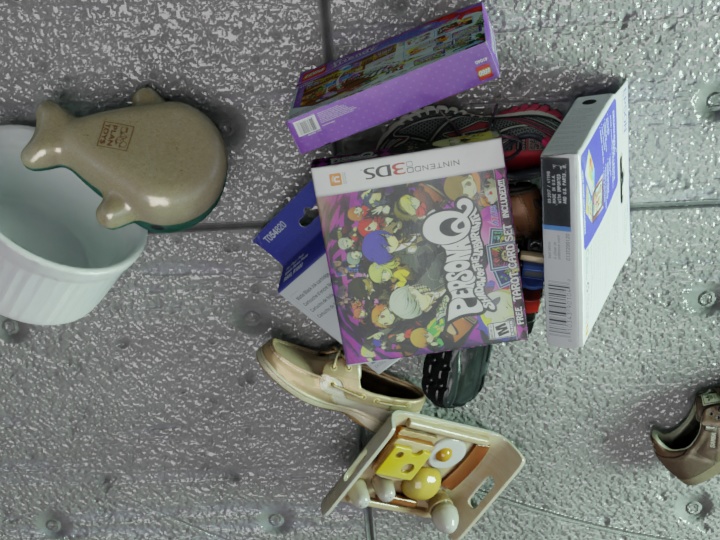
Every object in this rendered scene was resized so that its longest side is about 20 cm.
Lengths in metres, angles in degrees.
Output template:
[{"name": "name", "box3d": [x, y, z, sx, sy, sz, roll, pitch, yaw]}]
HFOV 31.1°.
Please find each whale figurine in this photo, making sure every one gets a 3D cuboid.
[{"name": "whale figurine", "box3d": [-0.232, -0.106, 1.288, 0.198, 0.161, 0.104, 11, 155, -2]}]

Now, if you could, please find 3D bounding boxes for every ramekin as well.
[{"name": "ramekin", "box3d": [-0.321, -0.041, 1.285, 0.199, 0.201, 0.098, 30, 124, -12]}]

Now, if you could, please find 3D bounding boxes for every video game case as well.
[{"name": "video game case", "box3d": [0.057, -0.019, 1.216, 0.179, 0.036, 0.202, -8, 108, 5]}]

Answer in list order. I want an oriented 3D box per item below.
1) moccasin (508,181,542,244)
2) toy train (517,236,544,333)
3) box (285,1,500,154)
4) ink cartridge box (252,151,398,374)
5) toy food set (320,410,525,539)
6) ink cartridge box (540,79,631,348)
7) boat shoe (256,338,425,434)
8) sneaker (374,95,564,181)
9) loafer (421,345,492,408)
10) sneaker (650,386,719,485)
[{"name": "moccasin", "box3d": [0.089, -0.044, 1.309, 0.199, 0.074, 0.079, -4, 102, 17]}, {"name": "toy train", "box3d": [0.169, 0.020, 1.308, 0.034, 0.046, 0.200, 7, 157, 6]}, {"name": "box", "box3d": [0.032, -0.183, 1.220, 0.198, 0.137, 0.039, -20, 114, 13]}, {"name": "ink cartridge box", "box3d": [0.000, 0.000, 1.317, 0.200, 0.041, 0.199, 39, 140, -9]}, {"name": "toy food set", "box3d": [0.071, 0.238, 1.447, 0.199, 0.061, 0.144, 17, 121, -35]}, {"name": "ink cartridge box", "box3d": [0.221, -0.060, 1.252, 0.043, 0.200, 0.200, 6, 119, 24]}, {"name": "boat shoe", "box3d": [-0.018, 0.115, 1.418, 0.199, 0.074, 0.069, 27, 114, -21]}, {"name": "sneaker", "box3d": [0.110, -0.122, 1.283, 0.198, 0.075, 0.081, -9, 117, 8]}, {"name": "loafer", "box3d": [0.118, 0.052, 1.384, 0.070, 0.068, 0.202, -4, 114, -39]}, {"name": "sneaker", "box3d": [0.407, 0.158, 1.413, 0.075, 0.071, 0.200, 40, 112, -15]}]
